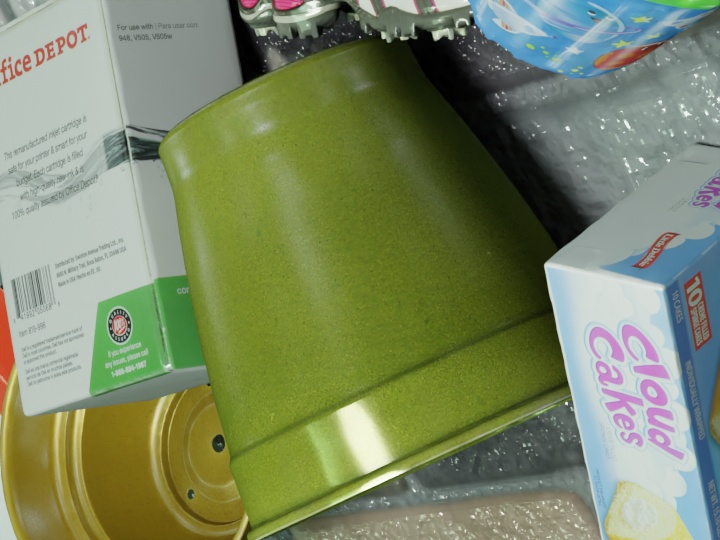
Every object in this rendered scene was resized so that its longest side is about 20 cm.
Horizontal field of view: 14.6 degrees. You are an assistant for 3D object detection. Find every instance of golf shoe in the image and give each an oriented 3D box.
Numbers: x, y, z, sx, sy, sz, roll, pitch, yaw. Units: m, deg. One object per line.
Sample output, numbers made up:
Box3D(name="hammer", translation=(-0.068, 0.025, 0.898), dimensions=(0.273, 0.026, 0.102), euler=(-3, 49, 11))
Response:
Box3D(name="golf shoe", translation=(0.017, -0.150, 1.266), dimensions=(0.200, 0.077, 0.088), euler=(5, 108, 41))

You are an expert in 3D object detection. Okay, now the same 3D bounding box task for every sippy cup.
Box3D(name="sippy cup", translation=(0.102, -0.145, 1.132), dimensions=(0.178, 0.140, 0.130), euler=(58, 153, 8))

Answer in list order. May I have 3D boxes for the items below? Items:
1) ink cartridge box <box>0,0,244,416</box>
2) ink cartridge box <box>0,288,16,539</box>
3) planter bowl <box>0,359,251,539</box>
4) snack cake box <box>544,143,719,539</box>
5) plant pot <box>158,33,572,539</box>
Box3D(name="ink cartridge box", translation=(-0.121, -0.037, 1.441), dimensions=(0.147, 0.083, 0.200), euler=(-18, 81, 52))
Box3D(name="ink cartridge box", translation=(-0.213, 0.127, 1.759), dimensions=(0.163, 0.057, 0.200), euler=(46, 147, 12))
Box3D(name="planter bowl", translation=(-0.102, 0.094, 1.550), dimensions=(0.200, 0.083, 0.201), euler=(-4, 84, 39))
Box3D(name="snack cake box", translation=(0.156, 0.060, 1.241), dimensions=(0.067, 0.115, 0.200), euler=(12, 127, 42))
Box3D(name="plant pot", translation=(0.000, 0.000, 1.322), dimensions=(0.200, 0.200, 0.193), euler=(-30, 83, 53))
